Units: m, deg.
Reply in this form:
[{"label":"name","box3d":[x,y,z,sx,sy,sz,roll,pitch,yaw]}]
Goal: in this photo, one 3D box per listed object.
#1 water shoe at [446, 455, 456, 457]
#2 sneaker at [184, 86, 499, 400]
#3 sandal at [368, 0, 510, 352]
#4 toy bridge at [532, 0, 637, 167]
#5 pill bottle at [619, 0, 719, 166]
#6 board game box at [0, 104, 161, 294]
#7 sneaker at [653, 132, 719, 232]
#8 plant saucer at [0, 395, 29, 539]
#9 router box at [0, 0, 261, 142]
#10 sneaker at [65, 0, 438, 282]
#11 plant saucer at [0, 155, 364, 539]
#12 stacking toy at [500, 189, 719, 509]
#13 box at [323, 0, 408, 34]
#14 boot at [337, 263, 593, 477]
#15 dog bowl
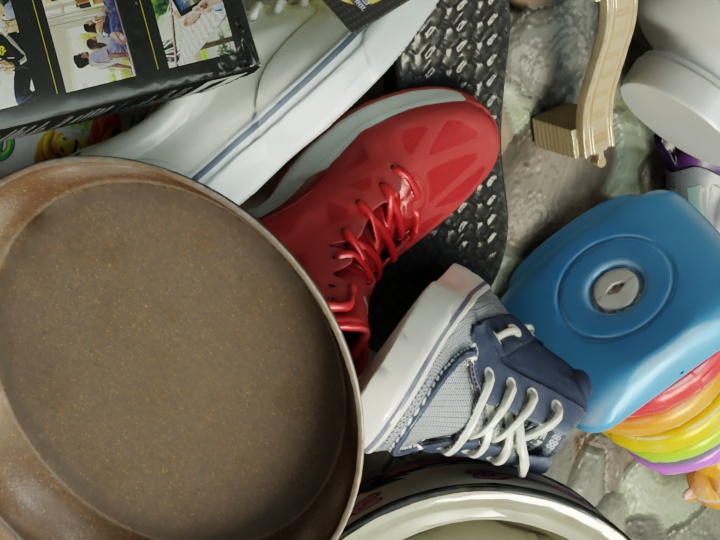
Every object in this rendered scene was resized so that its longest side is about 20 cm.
[{"label":"water shoe","box3d":[0.032,0.190,1.284,0.071,0.079,0.200,15,95,-39]},{"label":"sneaker","box3d":[0.000,0.000,1.124,0.200,0.115,0.078,-34,128,-17]},{"label":"sandal","box3d":[0.031,-0.053,1.222,0.075,0.045,0.200,-7,122,-24]},{"label":"toy bridge","box3d":[0.101,-0.141,1.241,0.027,0.067,0.200,-25,117,-30]},{"label":"pill bottle","box3d":[0.209,-0.151,1.293,0.111,0.111,0.200,42,77,-38]},{"label":"board game box","box3d":[-0.115,-0.088,1.112,0.126,0.035,0.201,2,103,-38]},{"label":"sneaker","box3d":[0.240,-0.068,1.371,0.200,0.074,0.088,-26,114,-28]},{"label":"plant saucer","box3d":[-0.120,0.130,1.176,0.200,0.037,0.201,-13,112,-35]},{"label":"router box","box3d":[-0.137,-0.154,1.011,0.149,0.051,0.200,-16,91,-26]},{"label":"sneaker","box3d":[-0.043,-0.082,1.098,0.071,0.073,0.200,48,68,-7]},{"label":"plant saucer","box3d":[-0.084,0.043,1.057,0.034,0.200,0.201,-45,133,-56]},{"label":"stacking toy","box3d":[0.161,0.063,1.341,0.116,0.110,0.200,-36,137,-1]},{"label":"box","box3d":[-0.012,-0.213,1.055,0.160,0.044,0.200,48,38,-20]},{"label":"boot","box3d":[0.052,0.053,1.139,0.073,0.090,0.200,-55,177,18]},{"label":"dog bowl","box3d":[0.045,0.174,1.205,0.200,0.074,0.201,-2,112,-6]}]
